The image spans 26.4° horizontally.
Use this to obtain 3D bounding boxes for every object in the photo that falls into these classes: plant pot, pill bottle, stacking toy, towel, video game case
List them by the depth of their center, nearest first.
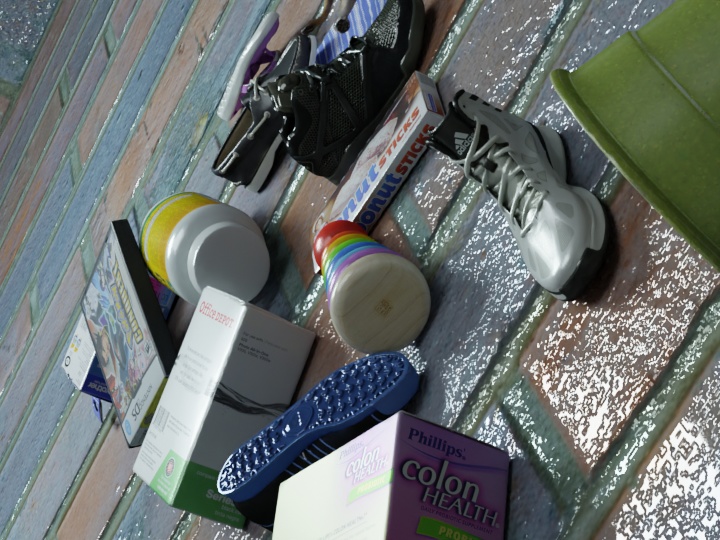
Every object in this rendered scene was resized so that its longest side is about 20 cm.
[{"bbox_3d":[0.234,-0.099,0.791,0.190,0.199,0.201,-45,29,16],"label":"plant pot"},{"bbox_3d":[0.000,0.000,1.331,0.086,0.085,0.200,-63,18,12],"label":"stacking toy"},{"bbox_3d":[-0.006,-0.258,1.631,0.201,0.024,0.146,-55,25,29],"label":"towel"},{"bbox_3d":[-0.165,-0.020,1.658,0.114,0.112,0.200,-67,23,0],"label":"pill bottle"},{"bbox_3d":[-0.265,0.075,1.753,0.202,0.025,0.181,66,149,23],"label":"video game case"}]

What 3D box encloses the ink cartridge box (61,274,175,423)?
[{"bbox_3d":[-0.309,0.085,1.927,0.202,0.076,0.136,-66,22,1],"label":"ink cartridge box"}]

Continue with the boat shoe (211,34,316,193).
[{"bbox_3d":[-0.107,-0.180,1.714,0.074,0.060,0.201,-95,29,-53],"label":"boat shoe"}]

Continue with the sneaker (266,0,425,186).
[{"bbox_3d":[-0.017,-0.190,1.481,0.201,0.113,0.076,-61,26,12],"label":"sneaker"}]

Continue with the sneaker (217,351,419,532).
[{"bbox_3d":[-0.022,0.144,1.265,0.199,0.078,0.071,-34,32,18],"label":"sneaker"}]

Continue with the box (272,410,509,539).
[{"bbox_3d":[0.011,0.229,1.068,0.176,0.096,0.202,-38,38,50],"label":"box"}]

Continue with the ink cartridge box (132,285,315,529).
[{"bbox_3d":[-0.133,0.129,1.490,0.146,0.083,0.202,18,86,67],"label":"ink cartridge box"}]

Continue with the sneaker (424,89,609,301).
[{"bbox_3d":[0.101,-0.058,1.099,0.076,0.114,0.201,-56,26,24],"label":"sneaker"}]

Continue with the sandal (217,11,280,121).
[{"bbox_3d":[-0.121,-0.243,1.847,0.083,0.049,0.203,-63,5,-28],"label":"sandal"}]

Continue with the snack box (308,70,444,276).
[{"bbox_3d":[0.013,-0.087,1.433,0.201,0.024,0.072,-55,27,28],"label":"snack box"}]

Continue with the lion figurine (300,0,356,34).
[{"bbox_3d":[0.002,-0.332,1.560,0.200,0.072,0.123,-47,20,15],"label":"lion figurine"}]
